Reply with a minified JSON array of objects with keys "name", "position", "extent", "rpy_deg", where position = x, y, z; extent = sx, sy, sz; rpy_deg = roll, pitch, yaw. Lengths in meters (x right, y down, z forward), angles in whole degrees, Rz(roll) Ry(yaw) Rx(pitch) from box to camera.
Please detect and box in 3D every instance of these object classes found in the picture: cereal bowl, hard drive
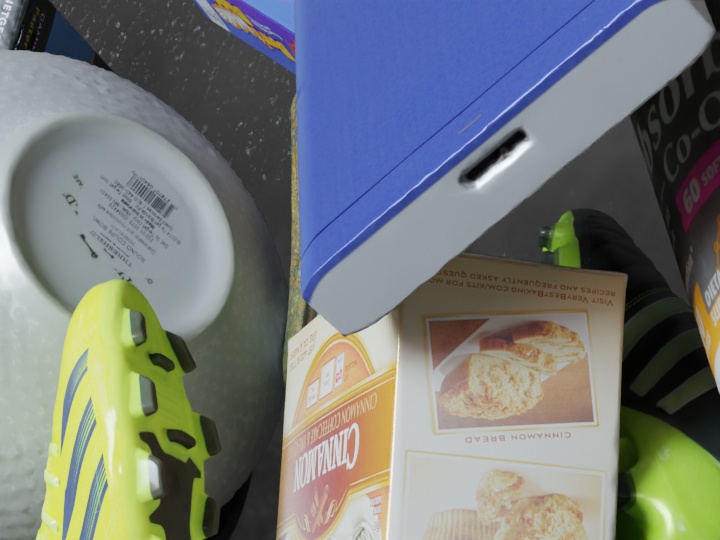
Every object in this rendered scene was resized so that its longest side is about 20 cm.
[{"name":"cereal bowl","position":[-0.106,0.003,0.904],"extent":[0.083,0.199,0.201],"rpy_deg":[-40,45,47]},{"name":"hard drive","position":[0.034,-0.077,0.744],"extent":[0.132,0.025,0.200],"rpy_deg":[-40,24,19]}]

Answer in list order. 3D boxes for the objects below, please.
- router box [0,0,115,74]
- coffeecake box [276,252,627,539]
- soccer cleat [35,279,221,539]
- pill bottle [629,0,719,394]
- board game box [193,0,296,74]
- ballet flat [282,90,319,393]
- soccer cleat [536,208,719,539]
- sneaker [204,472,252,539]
[{"name":"router box","position":[-0.170,-0.014,1.046],"extent":[0.051,0.149,0.201],"rpy_deg":[17,84,10]},{"name":"coffeecake box","position":[0.020,0.109,0.762],"extent":[0.154,0.073,0.201],"rpy_deg":[140,135,-71]},{"name":"soccer cleat","position":[-0.088,0.104,0.818],"extent":[0.083,0.065,0.201],"rpy_deg":[-9,81,20]},{"name":"pill bottle","position":[0.140,-0.052,0.759],"extent":[0.116,0.116,0.201],"rpy_deg":[-37,48,29]},{"name":"board game box","position":[0.034,-0.156,0.926],"extent":[0.200,0.045,0.134],"rpy_deg":[-46,41,-7]},{"name":"ballet flat","position":[0.000,0.000,0.927],"extent":[0.070,0.071,0.201],"rpy_deg":[-19,58,40]},{"name":"soccer cleat","position":[0.099,0.045,0.801],"extent":[0.200,0.081,0.068],"rpy_deg":[-103,23,-59]},{"name":"sneaker","position":[-0.095,0.049,1.013],"extent":[0.083,0.071,0.201],"rpy_deg":[119,146,-45]}]
